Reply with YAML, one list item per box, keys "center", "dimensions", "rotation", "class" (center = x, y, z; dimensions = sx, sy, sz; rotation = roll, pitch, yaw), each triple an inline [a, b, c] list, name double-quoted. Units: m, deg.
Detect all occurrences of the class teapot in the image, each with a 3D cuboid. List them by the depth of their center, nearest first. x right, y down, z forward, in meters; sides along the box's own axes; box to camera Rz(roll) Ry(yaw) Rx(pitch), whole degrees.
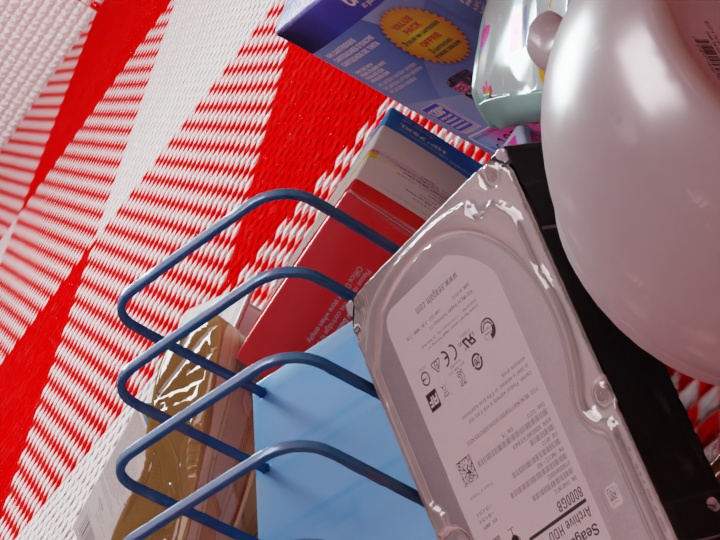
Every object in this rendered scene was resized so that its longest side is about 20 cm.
- center: [0.142, -0.026, 0.788]
  dimensions: [0.146, 0.197, 0.200]
  rotation: [-58, 2, 42]
  class: "teapot"

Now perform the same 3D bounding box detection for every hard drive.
- center: [0.071, 0.068, 0.878]
  dimensions: [0.140, 0.038, 0.201]
  rotation: [-45, 62, 49]
  class: "hard drive"

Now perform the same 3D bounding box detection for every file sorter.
- center: [-0.032, 0.085, 0.985]
  dimensions: [0.139, 0.123, 0.201]
  rotation: [-33, 43, 31]
  class: "file sorter"

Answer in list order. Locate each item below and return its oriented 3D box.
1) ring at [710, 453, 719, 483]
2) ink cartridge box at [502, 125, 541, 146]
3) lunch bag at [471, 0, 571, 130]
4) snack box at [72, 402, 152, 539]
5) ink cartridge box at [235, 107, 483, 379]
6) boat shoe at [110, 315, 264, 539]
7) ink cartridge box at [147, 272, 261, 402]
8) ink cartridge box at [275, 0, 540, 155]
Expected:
- center: [0.125, 0.037, 0.912]
  dimensions: [0.200, 0.019, 0.201]
  rotation: [-29, 51, 42]
  class: "ring"
- center: [0.075, 0.012, 1.173]
  dimensions: [0.120, 0.042, 0.200]
  rotation: [-55, 19, 22]
  class: "ink cartridge box"
- center: [0.143, -0.155, 1.100]
  dimensions: [0.200, 0.122, 0.170]
  rotation: [-58, 16, -9]
  class: "lunch bag"
- center: [-0.096, 0.186, 1.212]
  dimensions: [0.116, 0.037, 0.200]
  rotation: [-58, 45, 39]
  class: "snack box"
- center: [0.000, 0.000, 1.168]
  dimensions: [0.116, 0.067, 0.200]
  rotation: [-56, 3, 21]
  class: "ink cartridge box"
- center: [-0.080, 0.124, 1.139]
  dimensions: [0.074, 0.069, 0.201]
  rotation: [-16, 52, 48]
  class: "boat shoe"
- center: [-0.121, 0.111, 1.570]
  dimensions: [0.176, 0.045, 0.201]
  rotation: [-24, 40, 66]
  class: "ink cartridge box"
- center: [0.043, -0.152, 1.253]
  dimensions: [0.136, 0.200, 0.077]
  rotation: [-27, 37, 63]
  class: "ink cartridge box"
